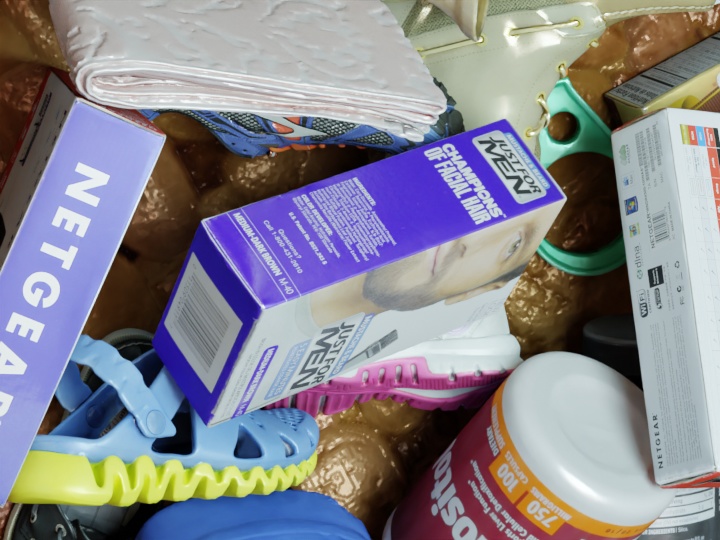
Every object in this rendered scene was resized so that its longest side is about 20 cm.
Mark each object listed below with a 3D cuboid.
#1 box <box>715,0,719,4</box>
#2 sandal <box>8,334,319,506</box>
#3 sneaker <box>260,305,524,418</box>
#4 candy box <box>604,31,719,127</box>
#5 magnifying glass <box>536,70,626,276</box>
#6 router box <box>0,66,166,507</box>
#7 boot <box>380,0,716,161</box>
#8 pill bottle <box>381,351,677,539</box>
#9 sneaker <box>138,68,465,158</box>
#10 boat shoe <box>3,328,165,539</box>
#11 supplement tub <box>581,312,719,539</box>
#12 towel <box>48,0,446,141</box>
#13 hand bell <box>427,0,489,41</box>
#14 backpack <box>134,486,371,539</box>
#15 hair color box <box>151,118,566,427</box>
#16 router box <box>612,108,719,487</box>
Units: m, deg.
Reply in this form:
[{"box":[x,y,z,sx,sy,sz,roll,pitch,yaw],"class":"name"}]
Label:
[{"box":[0.237,-0.256,1.220,0.156,0.041,0.200,-20,135,-1],"class":"box"},{"box":[-0.098,0.079,1.152,0.200,0.079,0.087,4,85,-49],"class":"sandal"},{"box":[-0.006,0.031,1.241,0.200,0.081,0.088,0,68,-14],"class":"sneaker"},{"box":[0.259,-0.097,1.315,0.200,0.056,0.117,-29,111,-10],"class":"candy box"},{"box":[0.117,-0.092,1.278,0.079,0.022,0.200,-17,103,1],"class":"magnifying glass"},{"box":[-0.170,0.001,1.117,0.049,0.179,0.200,23,93,-15],"class":"router box"},{"box":[0.104,-0.103,1.226,0.200,0.073,0.156,-3,105,5],"class":"boot"},{"box":[0.083,0.147,1.239,0.113,0.113,0.200,19,130,-22],"class":"pill bottle"},{"box":[-0.038,-0.095,1.189,0.200,0.075,0.079,20,118,5],"class":"sneaker"},{"box":[-0.146,0.134,1.219,0.074,0.066,0.200,23,94,-22],"class":"boat shoe"},{"box":[0.169,0.129,1.308,0.107,0.107,0.200,-6,103,-18],"class":"supplement tub"},{"box":[-0.071,-0.132,1.119,0.191,0.200,0.032,7,120,-22],"class":"towel"},{"box":[-0.029,-0.184,1.141,0.200,0.104,0.104,8,101,7],"class":"hand bell"},{"box":[-0.050,0.230,1.207,0.162,0.168,0.200,-2,119,-29],"class":"backpack"},{"box":[0.000,0.000,1.132,0.200,0.065,0.109,-22,154,-33],"class":"hair color box"},{"box":[0.234,0.018,1.208,0.179,0.049,0.200,4,73,-33],"class":"router box"}]
